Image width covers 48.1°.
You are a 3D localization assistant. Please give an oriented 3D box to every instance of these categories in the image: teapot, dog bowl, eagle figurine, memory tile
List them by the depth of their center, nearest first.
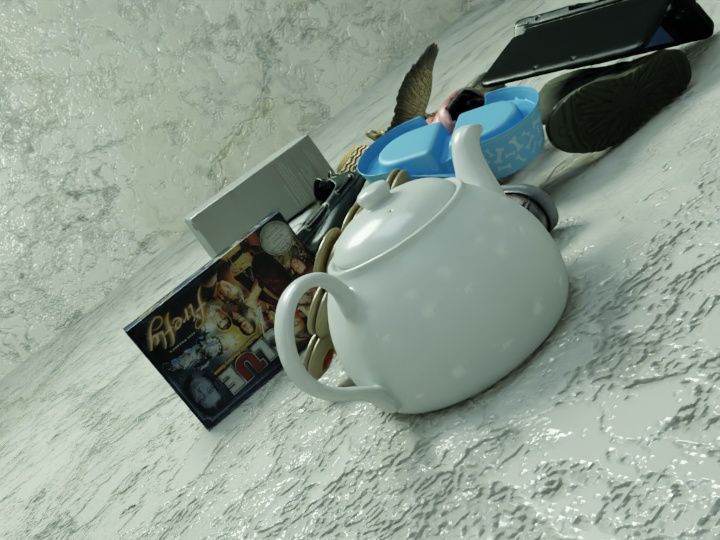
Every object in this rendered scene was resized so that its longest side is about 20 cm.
[{"bbox_3d":[0.044,0.001,0.600,0.197,0.146,0.200,-34,15,11],"label":"teapot"},{"bbox_3d":[0.000,0.000,0.740,0.017,0.154,0.200,18,31,15],"label":"memory tile"},{"bbox_3d":[0.094,-0.123,0.823,0.200,0.050,0.112,-14,32,28],"label":"dog bowl"},{"bbox_3d":[0.092,-0.215,1.151,0.152,0.151,0.200,-33,3,-37],"label":"eagle figurine"}]

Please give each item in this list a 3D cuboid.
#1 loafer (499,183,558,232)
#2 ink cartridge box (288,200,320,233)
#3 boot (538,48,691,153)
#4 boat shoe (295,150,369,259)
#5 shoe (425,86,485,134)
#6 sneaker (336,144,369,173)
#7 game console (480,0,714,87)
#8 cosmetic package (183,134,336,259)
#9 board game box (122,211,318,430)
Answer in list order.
[{"bbox_3d":[0.093,-0.035,0.759,0.063,0.072,0.200,-49,22,-28],"label":"loafer"},{"bbox_3d":[-0.108,-0.005,1.085,0.145,0.084,0.200,-29,15,22],"label":"ink cartridge box"},{"bbox_3d":[0.236,-0.183,0.884,0.181,0.073,0.200,-25,19,-14],"label":"boot"},{"bbox_3d":[-0.029,-0.085,0.966,0.075,0.066,0.200,117,177,-55],"label":"boat shoe"},{"bbox_3d":[0.139,-0.170,0.967,0.200,0.072,0.091,-20,-13,-44],"label":"shoe"},{"bbox_3d":[0.059,-0.108,1.061,0.200,0.090,0.075,29,82,46],"label":"sneaker"},{"bbox_3d":[0.268,-0.242,0.911,0.200,0.176,0.117,-2,74,44],"label":"game console"},{"bbox_3d":[-0.138,-0.096,1.110,0.200,0.090,0.107,-40,14,-9],"label":"cosmetic package"},{"bbox_3d":[-0.127,0.051,0.854,0.200,0.136,0.035,-40,15,-13],"label":"board game box"}]
